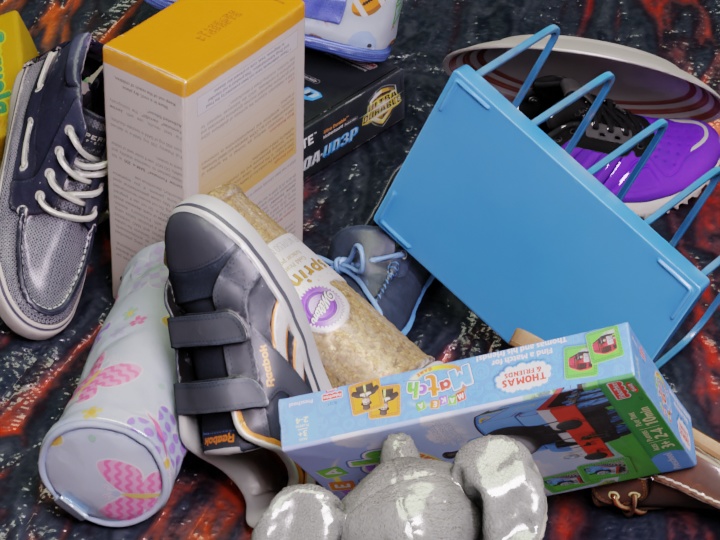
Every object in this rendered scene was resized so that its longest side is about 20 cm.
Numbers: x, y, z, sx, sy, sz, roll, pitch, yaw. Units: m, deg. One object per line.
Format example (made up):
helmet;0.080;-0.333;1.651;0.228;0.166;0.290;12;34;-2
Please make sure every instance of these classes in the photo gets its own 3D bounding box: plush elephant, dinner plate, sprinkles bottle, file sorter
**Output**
plush elephant;0.027;0.156;1.363;0.164;0.156;0.200;-5;13;-2
dinner plate;0.156;-0.134;1.811;0.199;0.024;0.200;9;-7;1
sprinkles bottle;-0.028;0.034;1.579;0.200;0.068;0.068;41;49;13
file sorter;0.138;-0.035;1.629;0.200;0.139;0.123;43;46;14

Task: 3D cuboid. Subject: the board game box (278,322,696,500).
board game box;0.073;0.091;1.461;0.199;0.151;0.037;-12;64;16

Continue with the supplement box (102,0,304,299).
supplement box;-0.101;-0.077;1.704;0.073;0.201;0.126;24;42;28

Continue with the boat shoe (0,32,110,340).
boat shoe;-0.193;-0.061;1.705;0.074;0.093;0.201;12;68;-30

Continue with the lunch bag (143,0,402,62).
lunch bag;-0.067;-0.211;1.894;0.199;0.076;0.160;13;20;-6

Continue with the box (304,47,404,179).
box;-0.092;-0.129;1.912;0.200;0.046;0.159;27;45;36

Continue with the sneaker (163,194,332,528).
sneaker;-0.071;0.057;1.524;0.079;0.201;0.078;-36;16;-37

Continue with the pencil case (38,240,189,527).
pencil case;-0.132;0.066;1.602;0.090;0.083;0.200;-28;24;29

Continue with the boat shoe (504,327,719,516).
boat shoe;0.157;0.109;1.549;0.200;0.070;0.071;28;82;28

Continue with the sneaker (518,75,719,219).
sneaker;0.156;-0.089;1.792;0.199;0.100;0.070;-11;38;-11

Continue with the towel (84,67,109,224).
towel;-0.184;-0.094;1.831;0.199;0.035;0.133;-30;46;-6

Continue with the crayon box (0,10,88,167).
crayon box;-0.289;-0.104;1.821;0.199;0.052;0.126;-18;46;4

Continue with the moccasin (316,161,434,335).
moccasin;0.000;0.000;1.690;0.080;0.068;0.200;-13;26;28
